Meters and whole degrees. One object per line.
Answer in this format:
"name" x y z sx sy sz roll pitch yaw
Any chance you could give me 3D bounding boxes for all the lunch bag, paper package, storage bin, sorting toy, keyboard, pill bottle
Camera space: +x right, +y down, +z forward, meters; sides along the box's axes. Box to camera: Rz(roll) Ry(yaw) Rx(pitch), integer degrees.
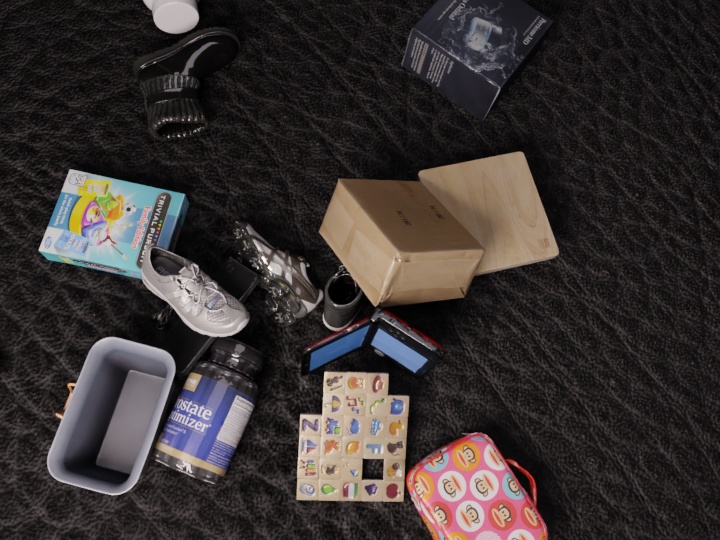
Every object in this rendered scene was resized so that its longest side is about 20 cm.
"lunch bag" 0.183 0.351 0.975 0.176 0.082 0.201 -27 75 -14
"paper package" 0.063 -0.047 1.008 0.190 0.104 0.200 -3 40 -36
"storage bin" -0.353 0.214 0.941 0.145 0.134 0.201 15 70 0
"sorting toy" 0.215 -0.089 1.134 0.198 0.070 0.201 -12 73 -9
"keyboard" -0.260 0.063 1.039 0.127 0.021 0.200 30 75 28
"pill bottle" -0.361 -0.554 1.212 0.110 0.111 0.201 -12 73 -9
"pill bottle" -0.220 0.207 0.969 0.111 0.112 0.201 21 70 2

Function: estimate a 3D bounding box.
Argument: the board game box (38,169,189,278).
"board game box" -0.407 -0.074 1.079 0.199 0.047 0.152 12 71 -1

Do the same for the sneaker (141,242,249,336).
"sneaker" -0.258 0.030 0.976 0.199 0.082 0.075 28 56 12

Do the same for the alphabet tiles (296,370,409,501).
"alphabet tiles" -0.011 0.255 0.989 0.166 0.008 0.201 3 93 -4

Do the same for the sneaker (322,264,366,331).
"sneaker" 0.000 0.000 1.067 0.070 0.099 0.201 27 69 6

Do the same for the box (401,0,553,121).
"box" 0.220 -0.431 1.226 0.200 0.117 0.197 36 72 6

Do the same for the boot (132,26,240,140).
"boot" -0.295 -0.331 1.158 0.210 0.079 0.158 -25 68 -2

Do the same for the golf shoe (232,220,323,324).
"golf shoe" -0.141 -0.006 1.079 0.094 0.078 0.200 -25 73 -36

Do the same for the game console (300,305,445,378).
"game console" 0.013 0.139 0.968 0.172 0.200 0.119 32 72 5
